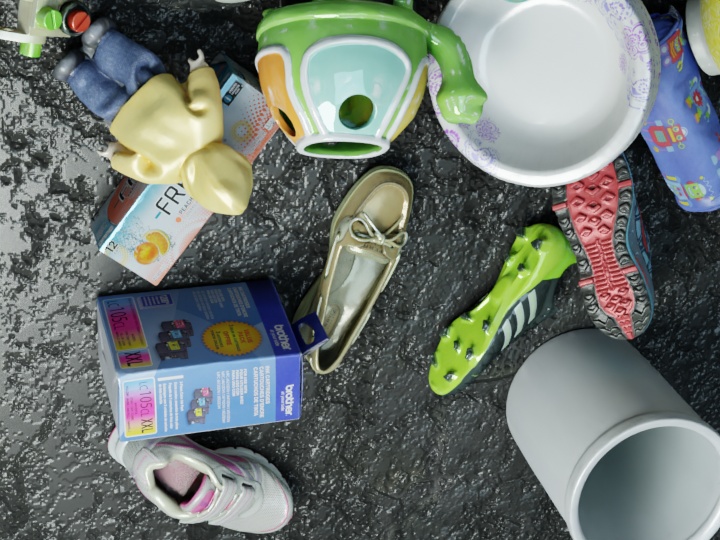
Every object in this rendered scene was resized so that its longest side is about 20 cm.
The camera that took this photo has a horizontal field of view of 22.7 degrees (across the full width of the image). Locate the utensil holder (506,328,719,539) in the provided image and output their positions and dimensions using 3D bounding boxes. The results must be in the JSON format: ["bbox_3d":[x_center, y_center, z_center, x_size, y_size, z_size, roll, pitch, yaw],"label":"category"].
[{"bbox_3d":[0.248,0.169,1.753,0.169,0.200,0.171,-7,118,-14],"label":"utensil holder"}]

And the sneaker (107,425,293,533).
[{"bbox_3d":[-0.148,0.210,1.714,0.199,0.088,0.082,25,106,-26],"label":"sneaker"}]

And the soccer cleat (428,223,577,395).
[{"bbox_3d":[0.143,0.046,1.742,0.081,0.068,0.200,26,105,-39],"label":"soccer cleat"}]

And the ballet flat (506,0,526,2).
[{"bbox_3d":[0.153,-0.314,1.515,0.068,0.201,0.063,15,146,15],"label":"ballet flat"}]

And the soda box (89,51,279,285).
[{"bbox_3d":[-0.153,-0.089,1.583,0.068,0.064,0.200,34,101,-27],"label":"soda box"}]

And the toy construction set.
[{"bbox_3d":[-0.282,-0.248,1.451,0.131,0.092,0.201,-4,127,-43],"label":"toy construction set"}]

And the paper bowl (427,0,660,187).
[{"bbox_3d":[0.165,-0.180,1.586,0.199,0.104,0.202,3,102,15],"label":"paper bowl"}]

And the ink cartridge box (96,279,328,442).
[{"bbox_3d":[-0.132,0.077,1.627,0.199,0.137,0.077,-5,121,-15],"label":"ink cartridge box"}]

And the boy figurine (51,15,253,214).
[{"bbox_3d":[-0.161,-0.127,1.506,0.200,0.064,0.125,41,98,5],"label":"boy figurine"}]

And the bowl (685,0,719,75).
[{"bbox_3d":[0.361,-0.229,1.633,0.107,0.201,0.201,-10,126,33],"label":"bowl"}]

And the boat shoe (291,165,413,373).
[{"bbox_3d":[-0.003,0.000,1.672,0.073,0.063,0.201,22,107,-25],"label":"boat shoe"}]

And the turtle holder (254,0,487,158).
[{"bbox_3d":[0.000,-0.164,1.525,0.185,0.140,0.133,8,76,-41],"label":"turtle holder"}]

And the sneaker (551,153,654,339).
[{"bbox_3d":[0.236,-0.037,1.728,0.079,0.095,0.202,-8,97,18],"label":"sneaker"}]

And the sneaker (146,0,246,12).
[{"bbox_3d":[-0.101,-0.262,1.522,0.198,0.072,0.073,-8,85,-7],"label":"sneaker"}]

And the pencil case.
[{"bbox_3d":[0.297,-0.152,1.686,0.078,0.087,0.201,-8,127,36],"label":"pencil case"}]
